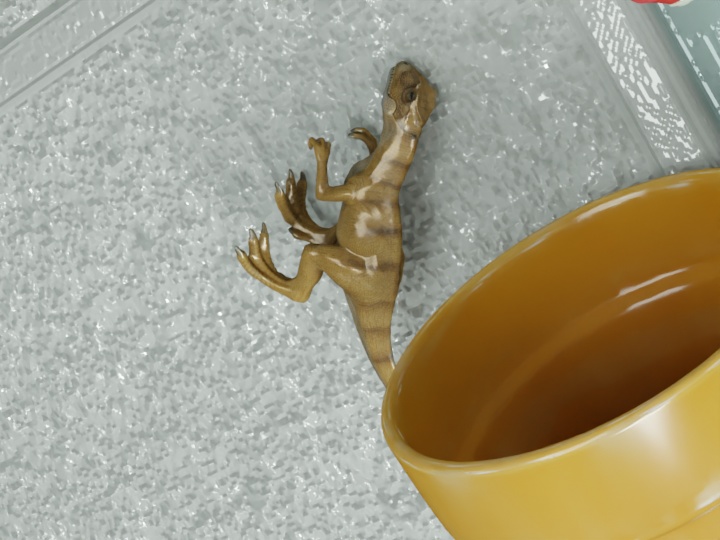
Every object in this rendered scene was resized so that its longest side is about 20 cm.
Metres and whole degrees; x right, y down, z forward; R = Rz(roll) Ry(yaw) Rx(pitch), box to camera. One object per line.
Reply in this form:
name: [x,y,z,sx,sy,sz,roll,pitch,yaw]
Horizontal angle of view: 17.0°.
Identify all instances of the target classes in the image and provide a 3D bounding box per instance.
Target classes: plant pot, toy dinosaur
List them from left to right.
toy dinosaur: [0.000,0.000,1.155,0.106,0.060,0.201,14,119,29]
plant pot: [0.138,0.088,1.024,0.200,0.200,0.184,-13,118,39]

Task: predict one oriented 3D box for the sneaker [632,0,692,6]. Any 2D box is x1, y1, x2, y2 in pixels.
sneaker: [0.107,-0.202,0.963,0.077,0.085,0.201,-11,105,38]
